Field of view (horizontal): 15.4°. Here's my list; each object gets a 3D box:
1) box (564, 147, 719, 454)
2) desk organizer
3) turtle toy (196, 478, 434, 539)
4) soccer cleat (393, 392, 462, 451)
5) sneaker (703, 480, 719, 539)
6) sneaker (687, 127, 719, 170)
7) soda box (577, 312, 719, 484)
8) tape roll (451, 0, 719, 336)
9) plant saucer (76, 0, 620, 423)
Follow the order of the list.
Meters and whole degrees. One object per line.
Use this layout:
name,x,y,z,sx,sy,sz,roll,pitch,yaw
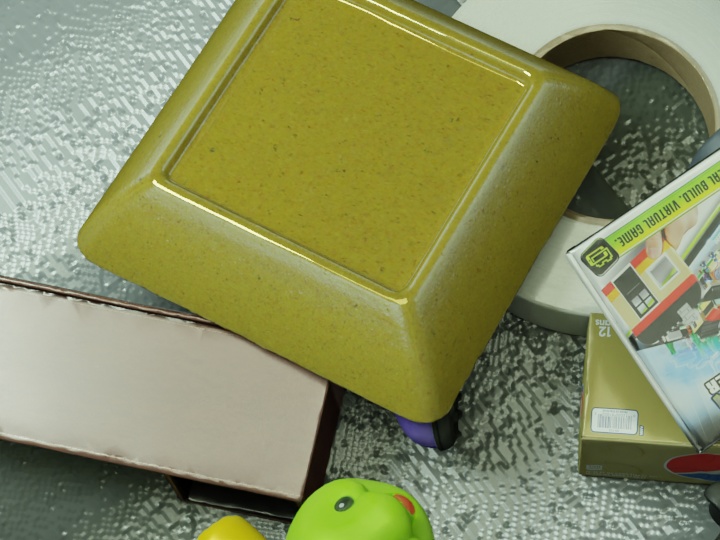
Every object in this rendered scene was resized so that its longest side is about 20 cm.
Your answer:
box,0.204,-0.019,1.190,0.200,0.035,0.110,-35,88,5
desk organizer,-0.111,0.061,1.268,0.199,0.072,0.077,11,74,7
turtle toy,-0.039,0.177,1.190,0.146,0.101,0.200,41,95,15
soccer cleat,0.000,0.000,1.286,0.073,0.068,0.201,-14,67,-1
sneaker,0.165,0.186,1.218,0.090,0.076,0.200,18,66,19
sneaker,0.250,-0.050,1.256,0.199,0.066,0.079,-10,61,-29
soda box,0.204,0.066,1.250,0.199,0.068,0.064,4,71,5
tape roll,0.124,-0.066,1.317,0.202,0.037,0.204,-1,71,2
plant saucer,-0.005,-0.056,1.251,0.199,0.048,0.200,26,67,14
